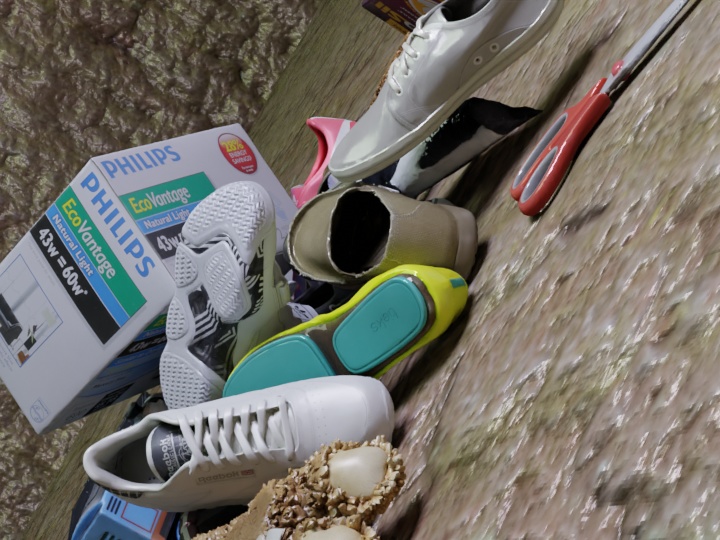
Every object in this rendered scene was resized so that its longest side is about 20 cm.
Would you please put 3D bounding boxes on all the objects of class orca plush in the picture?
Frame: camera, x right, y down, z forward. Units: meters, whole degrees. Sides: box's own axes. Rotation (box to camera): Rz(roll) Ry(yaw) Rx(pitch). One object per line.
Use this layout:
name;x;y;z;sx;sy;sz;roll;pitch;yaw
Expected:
orca plush;0.043;-0.099;1.182;0.105;0.072;0.200;-31;0;-20

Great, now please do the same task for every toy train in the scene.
toy train;-0.155;0.176;1.325;0.087;0.114;0.201;-50;13;36

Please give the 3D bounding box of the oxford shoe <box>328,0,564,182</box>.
oxford shoe;0.046;-0.136;1.095;0.200;0.058;0.076;-40;25;22

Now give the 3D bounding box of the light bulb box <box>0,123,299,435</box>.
light bulb box;-0.174;0.004;1.303;0.200;0.125;0.198;-42;-11;32

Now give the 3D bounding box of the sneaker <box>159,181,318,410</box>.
sneaker;-0.068;0.017;1.131;0.114;0.075;0.202;-16;-44;-39

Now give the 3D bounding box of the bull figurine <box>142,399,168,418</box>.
bull figurine;-0.101;0.121;1.269;0.201;0.120;0.065;-58;-16;-35

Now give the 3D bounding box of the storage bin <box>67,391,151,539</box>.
storage bin;-0.195;0.204;1.504;0.136;0.093;0.200;-59;11;2

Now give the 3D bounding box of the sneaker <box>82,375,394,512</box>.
sneaker;-0.074;0.109;1.014;0.198;0.080;0.077;-18;68;21

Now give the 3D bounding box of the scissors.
scissors;0.148;-0.114;0.978;0.201;0.014;0.073;-56;8;24

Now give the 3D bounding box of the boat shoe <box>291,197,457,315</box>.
boat shoe;0.000;0.000;1.218;0.200;0.066;0.070;-47;16;52

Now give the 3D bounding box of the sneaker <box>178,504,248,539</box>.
sneaker;-0.058;0.135;1.101;0.116;0.075;0.200;-47;16;16

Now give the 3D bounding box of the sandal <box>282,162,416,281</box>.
sandal;0.006;-0.069;1.310;0.057;0.080;0.201;16;56;41

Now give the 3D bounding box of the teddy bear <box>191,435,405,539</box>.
teddy bear;-0.038;0.166;0.923;0.200;0.066;0.146;-47;24;33

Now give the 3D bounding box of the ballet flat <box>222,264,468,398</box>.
ballet flat;-0.006;0.052;1.063;0.199;0.067;0.067;-33;-7;37

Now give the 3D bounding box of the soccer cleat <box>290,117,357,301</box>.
soccer cleat;-0.033;-0.029;1.362;0.067;0.076;0.202;162;125;-73

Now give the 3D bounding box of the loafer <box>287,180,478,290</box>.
loafer;0.001;-0.027;1.114;0.199;0.067;0.077;0;76;57

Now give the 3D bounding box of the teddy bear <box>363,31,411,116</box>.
teddy bear;0.029;-0.118;1.469;0.201;0.066;0.145;-61;3;32

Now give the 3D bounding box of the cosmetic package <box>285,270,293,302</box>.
cosmetic package;-0.145;0.019;1.589;0.168;0.165;0.200;-60;11;-7

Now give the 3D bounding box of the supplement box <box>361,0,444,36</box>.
supplement box;0.082;-0.250;1.417;0.086;0.110;0.200;-60;10;-5
